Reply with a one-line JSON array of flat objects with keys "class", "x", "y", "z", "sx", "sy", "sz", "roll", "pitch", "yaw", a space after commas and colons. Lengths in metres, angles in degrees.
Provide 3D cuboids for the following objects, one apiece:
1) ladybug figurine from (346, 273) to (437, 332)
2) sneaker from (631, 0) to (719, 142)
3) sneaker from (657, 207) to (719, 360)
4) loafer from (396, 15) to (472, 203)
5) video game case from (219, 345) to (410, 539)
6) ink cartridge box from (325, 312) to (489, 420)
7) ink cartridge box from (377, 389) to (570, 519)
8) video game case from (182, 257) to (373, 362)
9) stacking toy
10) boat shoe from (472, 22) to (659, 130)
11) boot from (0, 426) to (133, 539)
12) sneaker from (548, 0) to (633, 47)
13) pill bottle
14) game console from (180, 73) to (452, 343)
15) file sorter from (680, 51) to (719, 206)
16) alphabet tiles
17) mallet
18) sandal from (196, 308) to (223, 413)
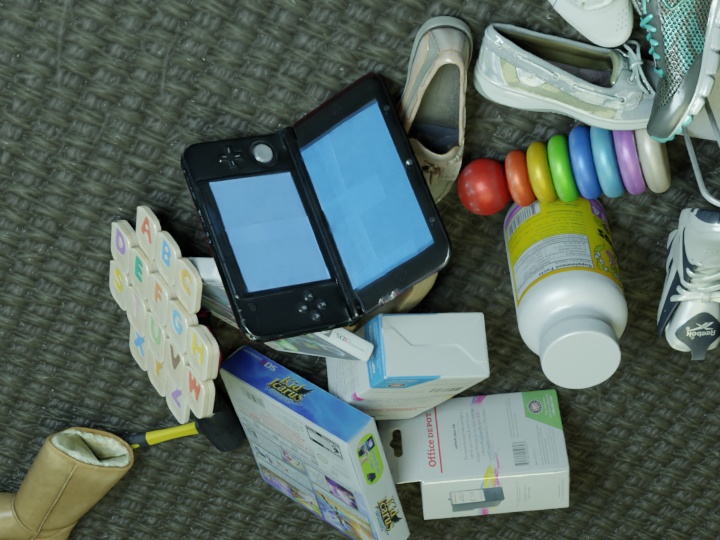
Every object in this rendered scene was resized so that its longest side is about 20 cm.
[{"class": "ladybug figurine", "x": 0.000, "y": 0.000, "z": 1.560, "sx": 0.135, "sy": 0.073, "sz": 0.200, "roll": 4, "pitch": 152, "yaw": -22}, {"class": "sneaker", "x": 0.271, "y": -0.213, "z": 1.389, "sx": 0.090, "sy": 0.078, "sz": 0.202, "roll": 16, "pitch": 97, "yaw": -2}, {"class": "sneaker", "x": 0.328, "y": 0.017, "z": 1.519, "sx": 0.079, "sy": 0.131, "sz": 0.199, "roll": 4, "pitch": 171, "yaw": -4}, {"class": "loafer", "x": 0.066, "y": -0.134, "z": 1.476, "sx": 0.071, "sy": 0.063, "sz": 0.201, "roll": 2, "pitch": 131, "yaw": -4}, {"class": "video game case", "x": -0.048, "y": 0.189, "z": 1.681, "sx": 0.045, "sy": 0.199, "sz": 0.182, "roll": -40, "pitch": 135, "yaw": -26}, {"class": "ink cartridge box", "x": 0.037, "y": 0.100, "z": 1.629, "sx": 0.114, "sy": 0.068, "sz": 0.200, "roll": 1, "pitch": 163, "yaw": -22}, {"class": "ink cartridge box", "x": 0.120, "y": 0.200, "z": 1.732, "sx": 0.198, "sy": 0.118, "sz": 0.068, "roll": -4, "pitch": 134, "yaw": 1}, {"class": "video game case", "x": -0.106, "y": 0.037, "z": 1.558, "sx": 0.181, "sy": 0.024, "sz": 0.200, "roll": 30, "pitch": 167, "yaw": -26}, {"class": "stacking toy", "x": 0.187, "y": -0.098, "z": 1.513, "sx": 0.198, "sy": 0.086, "sz": 0.086, "roll": -11, "pitch": 131, "yaw": 16}, {"class": "boat shoe", "x": 0.203, "y": -0.178, "z": 1.441, "sx": 0.200, "sy": 0.075, "sz": 0.065, "roll": 10, "pitch": 135, "yaw": -3}, {"class": "boot", "x": -0.365, "y": 0.234, "z": 1.761, "sx": 0.174, "sy": 0.067, "sz": 0.200, "roll": 11, "pitch": 140, "yaw": -28}, {"class": "sneaker", "x": 0.177, "y": -0.259, "z": 1.358, "sx": 0.074, "sy": 0.087, "sz": 0.200, "roll": -26, "pitch": 128, "yaw": 17}, {"class": "pill bottle", "x": 0.195, "y": 0.015, "z": 1.521, "sx": 0.103, "sy": 0.201, "sz": 0.105, "roll": -1, "pitch": 132, "yaw": -1}, {"class": "game console", "x": -0.043, "y": -0.058, "z": 1.429, "sx": 0.171, "sy": 0.201, "sz": 0.119, "roll": -9, "pitch": 157, "yaw": -30}, {"class": "file sorter", "x": 0.385, "y": -0.162, "z": 1.428, "sx": 0.137, "sy": 0.125, "sz": 0.201, "roll": 7, "pitch": 130, "yaw": -10}, {"class": "alphabet tiles", "x": -0.192, "y": 0.045, "z": 1.543, "sx": 0.015, "sy": 0.200, "sz": 0.197, "roll": -17, "pitch": 138, "yaw": -29}, {"class": "mallet", "x": -0.228, "y": 0.175, "z": 1.751, "sx": 0.198, "sy": 0.041, "sz": 0.066, "roll": -9, "pitch": 132, "yaw": 10}, {"class": "sandal", "x": -0.162, "y": 0.076, "z": 1.634, "sx": 0.045, "sy": 0.076, "sz": 0.201, "roll": -19, "pitch": 146, "yaw": -1}]
